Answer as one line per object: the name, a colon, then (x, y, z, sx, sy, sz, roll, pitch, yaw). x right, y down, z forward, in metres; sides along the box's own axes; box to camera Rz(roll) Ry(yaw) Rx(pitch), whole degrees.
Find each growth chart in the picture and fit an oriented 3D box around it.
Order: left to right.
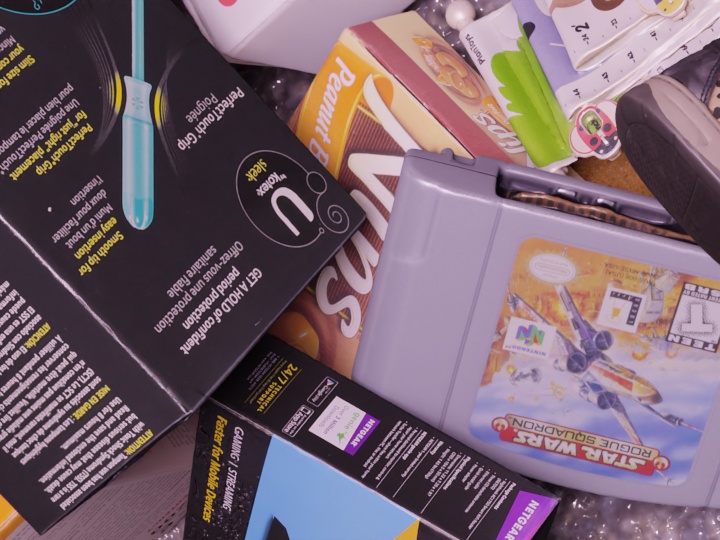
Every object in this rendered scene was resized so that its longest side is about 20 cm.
growth chart: (0.118, -0.138, 1.084, 0.200, 0.018, 0.145, -48, 50, 17)

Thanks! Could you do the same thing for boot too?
boot: (0.213, -0.033, 1.008, 0.150, 0.073, 0.200, -40, 75, -18)

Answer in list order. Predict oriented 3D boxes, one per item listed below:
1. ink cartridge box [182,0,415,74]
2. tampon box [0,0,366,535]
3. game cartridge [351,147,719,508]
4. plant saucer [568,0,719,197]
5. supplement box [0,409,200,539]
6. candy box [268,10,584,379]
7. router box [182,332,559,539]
ink cartridge box: (-0.002, -0.201, 1.128, 0.200, 0.083, 0.146, -40, 66, 27)
tampon box: (-0.130, -0.028, 1.062, 0.200, 0.150, 0.126, 47, 135, -5)
game cartridge: (0.101, 0.030, 1.076, 0.199, 0.042, 0.134, 13, 121, 0)
plant saucer: (0.145, -0.049, 1.104, 0.199, 0.035, 0.202, 3, 97, 28)
supplement box: (-0.153, 0.067, 1.183, 0.074, 0.200, 0.126, -45, 74, 21)
candy box: (0.000, 0.000, 1.156, 0.115, 0.055, 0.200, 46, 125, 17)
router box: (-0.004, 0.135, 1.134, 0.149, 0.051, 0.201, 28, 141, 16)
